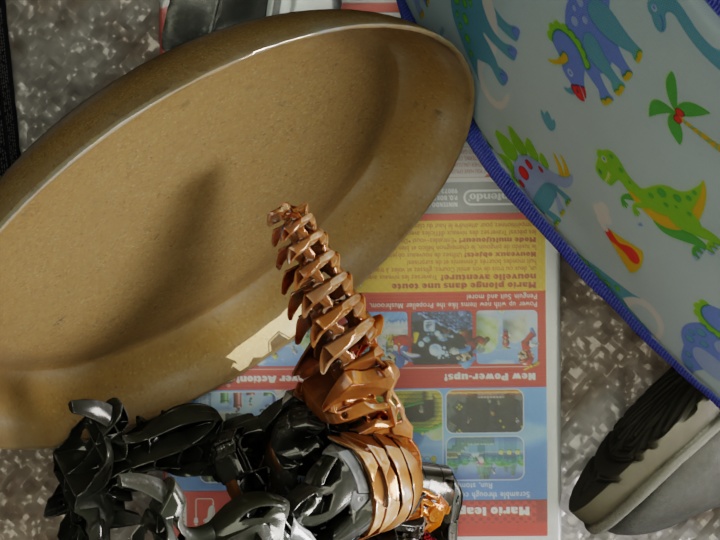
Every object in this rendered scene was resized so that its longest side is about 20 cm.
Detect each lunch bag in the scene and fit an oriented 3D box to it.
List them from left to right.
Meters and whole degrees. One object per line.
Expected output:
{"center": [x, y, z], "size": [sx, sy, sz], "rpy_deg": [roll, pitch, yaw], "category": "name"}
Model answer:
{"center": [0.114, -0.067, 0.724], "size": [0.127, 0.170, 0.200], "rpy_deg": [-17, 67, -20], "category": "lunch bag"}

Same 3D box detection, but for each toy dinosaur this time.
{"center": [-0.027, 0.073, 0.785], "size": [0.135, 0.102, 0.200], "rpy_deg": [-12, 100, -23], "category": "toy dinosaur"}

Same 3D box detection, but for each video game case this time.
{"center": [0.000, 0.000, 0.838], "size": [0.143, 0.017, 0.200], "rpy_deg": [0, 91, 0], "category": "video game case"}

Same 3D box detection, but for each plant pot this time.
{"center": [-0.054, -0.016, 0.742], "size": [0.200, 0.200, 0.028], "rpy_deg": [-37, 67, 1], "category": "plant pot"}

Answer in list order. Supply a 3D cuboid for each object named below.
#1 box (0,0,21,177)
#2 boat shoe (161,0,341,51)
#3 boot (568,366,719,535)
{"center": [-0.224, -0.052, 0.748], "size": [0.200, 0.198, 0.124], "rpy_deg": [-6, 91, 1], "category": "box"}
{"center": [-0.032, -0.165, 0.800], "size": [0.071, 0.072, 0.200], "rpy_deg": [6, 84, -3], "category": "boat shoe"}
{"center": [0.199, 0.093, 0.821], "size": [0.182, 0.073, 0.200], "rpy_deg": [-39, 98, 3], "category": "boot"}
